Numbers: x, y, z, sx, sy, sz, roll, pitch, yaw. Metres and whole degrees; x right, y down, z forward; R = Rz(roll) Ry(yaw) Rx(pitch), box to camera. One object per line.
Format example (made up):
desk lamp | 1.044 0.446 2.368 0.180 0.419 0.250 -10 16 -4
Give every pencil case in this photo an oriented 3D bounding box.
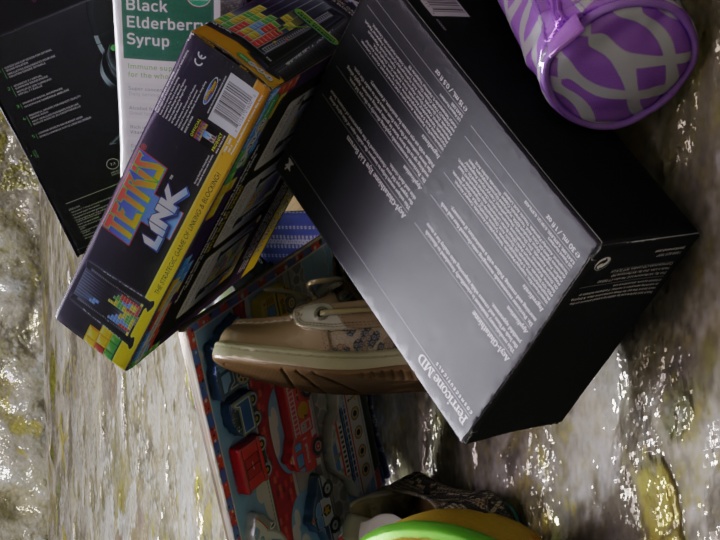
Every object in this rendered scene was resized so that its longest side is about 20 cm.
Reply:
pencil case | 0.098 -0.160 0.805 0.084 0.085 0.201 -40 45 20

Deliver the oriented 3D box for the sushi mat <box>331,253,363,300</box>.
sushi mat | 0.000 0.000 1.066 0.200 0.012 0.096 52 -149 -72

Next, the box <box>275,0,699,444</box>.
box | 0.056 -0.037 0.822 0.200 0.079 0.141 56 131 29

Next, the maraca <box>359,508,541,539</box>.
maraca | 0.043 0.193 0.889 0.199 0.107 0.137 -21 109 47

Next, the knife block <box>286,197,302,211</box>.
knife block | -0.060 -0.080 1.267 0.200 0.064 0.177 -132 56 -63

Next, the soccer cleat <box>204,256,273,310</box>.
soccer cleat | -0.082 0.009 1.103 0.081 0.067 0.201 -20 99 28

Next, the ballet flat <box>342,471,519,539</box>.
ballet flat | 0.031 0.162 1.021 0.200 0.075 0.068 162 107 -71

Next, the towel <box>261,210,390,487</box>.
towel | -0.047 0.056 1.145 0.144 0.024 0.201 0 102 45

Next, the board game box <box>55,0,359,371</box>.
board game box | -0.075 -0.061 0.912 0.201 0.057 0.165 -59 -7 30

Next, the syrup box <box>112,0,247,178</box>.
syrup box | -0.110 -0.145 1.003 0.082 0.078 0.201 -92 4 -53

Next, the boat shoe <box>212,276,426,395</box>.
boat shoe | 0.015 0.034 0.917 0.073 0.198 0.063 56 -145 -74

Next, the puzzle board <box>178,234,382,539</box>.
puzzle board | -0.041 0.095 1.014 0.017 0.151 0.201 6 116 36

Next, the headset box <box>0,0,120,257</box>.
headset box | -0.159 -0.138 1.113 0.093 0.173 0.201 -115 2 -49

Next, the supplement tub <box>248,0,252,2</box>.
supplement tub | -0.013 -0.222 1.053 0.200 0.139 0.141 -152 64 -69
